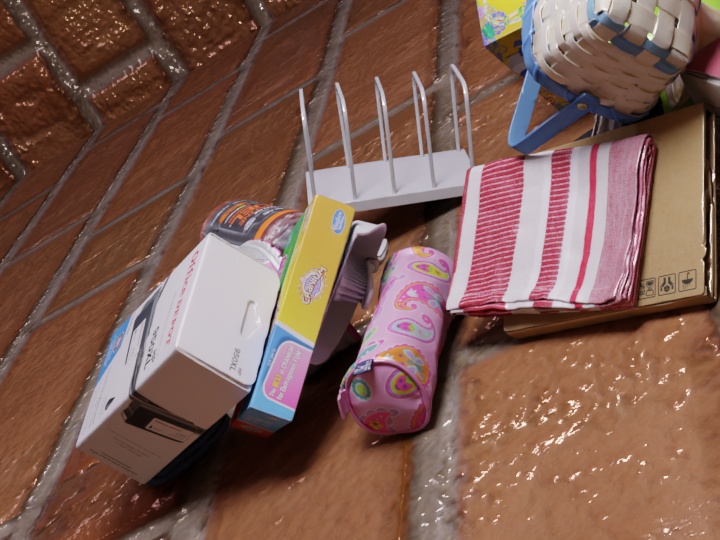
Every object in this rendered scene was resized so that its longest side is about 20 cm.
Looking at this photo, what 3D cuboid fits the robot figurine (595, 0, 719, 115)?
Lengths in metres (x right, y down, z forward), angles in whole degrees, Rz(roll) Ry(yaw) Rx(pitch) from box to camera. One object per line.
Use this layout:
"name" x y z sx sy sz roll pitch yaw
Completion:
"robot figurine" 0.301 -0.203 1.255 0.197 0.116 0.178 -9 56 22

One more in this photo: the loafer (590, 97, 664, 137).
"loafer" 0.221 -0.103 1.146 0.070 0.073 0.203 -13 56 39

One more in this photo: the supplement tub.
"supplement tub" -0.100 -0.022 1.507 0.107 0.108 0.199 -42 30 -23

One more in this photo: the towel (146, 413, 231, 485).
"towel" -0.203 0.159 1.358 0.111 0.049 0.200 -41 22 -7

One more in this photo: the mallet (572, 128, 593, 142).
"mallet" 0.270 -0.105 1.242 0.066 0.041 0.199 -38 25 -17

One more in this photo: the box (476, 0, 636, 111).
"box" 0.256 -0.294 1.408 0.198 0.192 0.124 -22 60 30

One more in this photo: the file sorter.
"file sorter" 0.028 -0.154 1.494 0.197 0.126 0.139 -9 21 -1

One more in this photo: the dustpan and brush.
"dustpan and brush" 0.000 0.000 1.253 0.200 0.056 0.141 -87 17 -68

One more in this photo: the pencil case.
"pencil case" 0.038 0.060 1.150 0.087 0.088 0.201 -23 24 27

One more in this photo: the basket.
"basket" 0.196 -0.201 1.081 0.199 0.138 0.179 -22 49 61

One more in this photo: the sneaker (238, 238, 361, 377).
"sneaker" -0.088 0.040 1.344 0.088 0.082 0.200 -44 43 -7

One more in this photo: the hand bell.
"hand bell" 0.374 -0.191 1.127 0.196 0.106 0.104 2 25 2

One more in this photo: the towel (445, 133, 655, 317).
"towel" 0.155 -0.035 1.094 0.198 0.023 0.146 -6 69 46

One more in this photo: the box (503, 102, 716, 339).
"box" 0.204 -0.038 1.076 0.198 0.021 0.166 -15 63 44

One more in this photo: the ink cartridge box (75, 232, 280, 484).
"ink cartridge box" -0.170 0.083 1.203 0.200 0.084 0.146 -41 27 39

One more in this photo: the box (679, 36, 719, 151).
"box" 0.382 -0.162 1.048 0.199 0.129 0.109 -34 18 -1

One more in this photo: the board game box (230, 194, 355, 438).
"board game box" -0.064 0.047 1.200 0.153 0.040 0.203 134 154 -72
